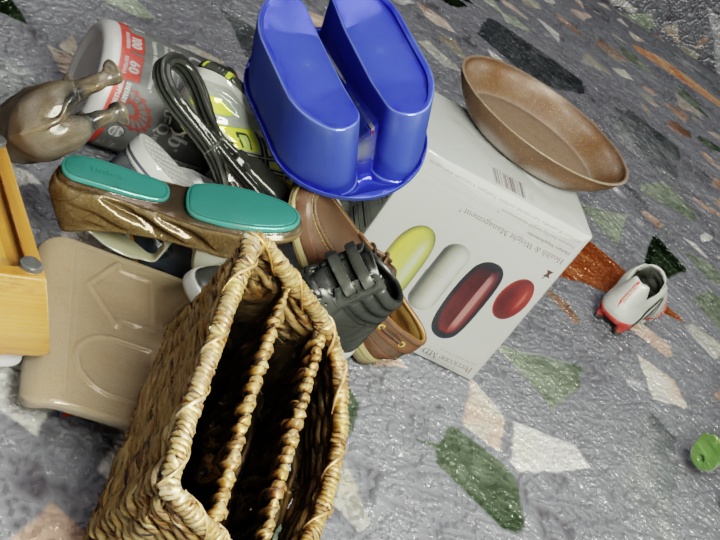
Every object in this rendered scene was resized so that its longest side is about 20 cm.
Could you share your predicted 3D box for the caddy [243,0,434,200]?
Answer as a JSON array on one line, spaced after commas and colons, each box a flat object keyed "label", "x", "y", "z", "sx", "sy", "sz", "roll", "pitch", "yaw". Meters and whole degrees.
[{"label": "caddy", "x": -0.020, "y": -0.152, "z": 0.983, "sx": 0.141, "sy": 0.105, "sz": 0.200, "roll": -14, "pitch": 59, "yaw": -17}]

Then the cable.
[{"label": "cable", "x": -0.121, "y": -0.089, "z": 0.980, "sx": 0.200, "sy": 0.050, "sz": 0.097, "roll": 46, "pitch": 49, "yaw": -15}]

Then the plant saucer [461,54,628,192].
[{"label": "plant saucer", "x": 0.175, "y": -0.139, "z": 1.131, "sx": 0.200, "sy": 0.037, "sz": 0.201, "roll": 28, "pitch": 29, "yaw": -17}]

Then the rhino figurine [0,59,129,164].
[{"label": "rhino figurine", "x": -0.260, "y": -0.117, "z": 0.916, "sx": 0.087, "sy": 0.200, "sz": 0.060, "roll": -34, "pitch": 107, "yaw": -31}]

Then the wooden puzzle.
[{"label": "wooden puzzle", "x": -0.157, "y": 0.068, "z": 0.867, "sx": 0.199, "sy": 0.046, "sz": 0.185, "roll": 17, "pitch": 33, "yaw": -23}]

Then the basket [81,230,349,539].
[{"label": "basket", "x": -0.067, "y": 0.107, "z": 0.734, "sx": 0.142, "sy": 0.149, "sz": 0.200, "roll": 29, "pitch": 49, "yaw": -16}]

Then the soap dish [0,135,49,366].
[{"label": "soap dish", "x": -0.304, "y": -0.027, "z": 0.787, "sx": 0.157, "sy": 0.081, "sz": 0.200, "roll": 8, "pitch": 36, "yaw": -35}]

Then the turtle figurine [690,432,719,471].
[{"label": "turtle figurine", "x": 0.474, "y": 0.190, "z": 1.253, "sx": 0.194, "sy": 0.144, "sz": 0.200, "roll": -17, "pitch": 13, "yaw": -36}]

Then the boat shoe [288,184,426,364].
[{"label": "boat shoe", "x": 0.000, "y": 0.001, "z": 1.011, "sx": 0.200, "sy": 0.067, "sz": 0.072, "roll": 61, "pitch": 33, "yaw": -34}]

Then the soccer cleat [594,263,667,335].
[{"label": "soccer cleat", "x": 0.368, "y": 0.025, "z": 1.474, "sx": 0.069, "sy": 0.085, "sz": 0.200, "roll": 45, "pitch": 29, "yaw": 17}]

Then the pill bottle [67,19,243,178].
[{"label": "pill bottle", "x": -0.176, "y": -0.155, "z": 1.102, "sx": 0.200, "sy": 0.116, "sz": 0.116, "roll": 17, "pitch": 33, "yaw": -32}]

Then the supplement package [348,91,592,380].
[{"label": "supplement package", "x": 0.082, "y": -0.038, "z": 1.126, "sx": 0.191, "sy": 0.200, "sz": 0.147, "roll": 26, "pitch": 30, "yaw": -18}]

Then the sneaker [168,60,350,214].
[{"label": "sneaker", "x": -0.093, "y": -0.104, "z": 1.060, "sx": 0.200, "sy": 0.076, "sz": 0.075, "roll": 42, "pitch": -4, "yaw": -21}]

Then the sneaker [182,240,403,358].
[{"label": "sneaker", "x": -0.045, "y": 0.010, "z": 0.907, "sx": 0.200, "sy": 0.099, "sz": 0.071, "roll": 19, "pitch": 37, "yaw": -47}]

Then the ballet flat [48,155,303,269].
[{"label": "ballet flat", "x": -0.148, "y": -0.036, "z": 0.907, "sx": 0.199, "sy": 0.073, "sz": 0.068, "roll": 11, "pitch": 33, "yaw": -11}]

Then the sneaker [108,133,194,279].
[{"label": "sneaker", "x": -0.148, "y": -0.020, "z": 0.981, "sx": 0.200, "sy": 0.079, "sz": 0.078, "roll": 48, "pitch": 9, "yaw": -19}]

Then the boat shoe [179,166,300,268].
[{"label": "boat shoe", "x": -0.123, "y": -0.047, "z": 1.056, "sx": 0.199, "sy": 0.072, "sz": 0.066, "roll": 14, "pitch": 3, "yaw": -14}]
